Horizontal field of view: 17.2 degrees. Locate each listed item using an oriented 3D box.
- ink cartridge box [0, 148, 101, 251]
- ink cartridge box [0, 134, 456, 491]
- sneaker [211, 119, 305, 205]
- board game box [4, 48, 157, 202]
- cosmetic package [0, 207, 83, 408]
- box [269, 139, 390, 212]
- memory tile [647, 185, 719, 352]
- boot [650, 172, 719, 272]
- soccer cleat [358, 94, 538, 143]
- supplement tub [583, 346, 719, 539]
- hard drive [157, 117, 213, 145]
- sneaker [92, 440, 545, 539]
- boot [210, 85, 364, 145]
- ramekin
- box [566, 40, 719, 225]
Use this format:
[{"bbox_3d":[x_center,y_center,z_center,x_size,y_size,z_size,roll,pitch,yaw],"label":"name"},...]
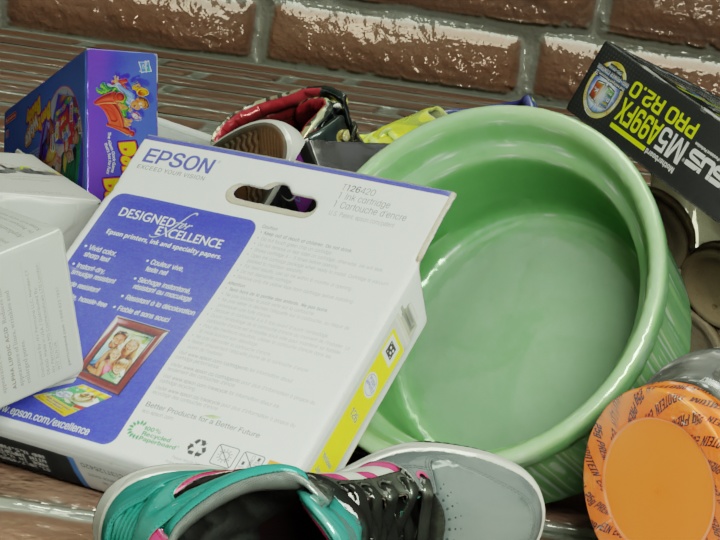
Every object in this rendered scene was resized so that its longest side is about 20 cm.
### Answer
[{"bbox_3d":[-0.217,-0.006,1.424,0.068,0.116,0.200,3,10,-23],"label":"ink cartridge box"},{"bbox_3d":[-0.073,0.029,1.206,0.197,0.047,0.200,12,53,30],"label":"ink cartridge box"},{"bbox_3d":[-0.070,-0.016,1.425,0.084,0.200,0.073,5,50,-35],"label":"sneaker"},{"bbox_3d":[-0.176,-0.050,1.479,0.045,0.135,0.200,2,-8,-22],"label":"board game box"},{"bbox_3d":[-0.245,0.035,1.130,0.200,0.081,0.113,-25,29,-35],"label":"cosmetic package"},{"bbox_3d":[0.000,0.000,1.385,0.143,0.200,0.036,-1,55,-28],"label":"box"},{"bbox_3d":[0.162,0.022,1.316,0.200,0.153,0.017,40,51,13],"label":"memory tile"},{"bbox_3d":[0.208,-0.003,1.436,0.072,0.155,0.200,-3,-26,12],"label":"boot"},{"bbox_3d":[0.025,-0.074,1.522,0.199,0.084,0.065,-9,51,4],"label":"soccer cleat"},{"bbox_3d":[0.210,0.093,1.153,0.200,0.123,0.122,-7,17,-39],"label":"supplement tub"},{"bbox_3d":[-0.136,-0.033,1.577,0.027,0.132,0.200,0,13,-36],"label":"hard drive"},{"bbox_3d":[-0.006,0.114,0.998,0.199,0.084,0.121,-3,7,-13],"label":"sneaker"},{"bbox_3d":[0.018,-0.043,1.459,0.203,0.154,0.074,-12,41,10],"label":"boot"},{"bbox_3d":[0.075,0.025,1.234,0.199,0.201,0.098,13,-17,30],"label":"ramekin"},{"bbox_3d":[0.224,-0.040,1.236,0.200,0.044,0.160,21,15,-34],"label":"box"}]
